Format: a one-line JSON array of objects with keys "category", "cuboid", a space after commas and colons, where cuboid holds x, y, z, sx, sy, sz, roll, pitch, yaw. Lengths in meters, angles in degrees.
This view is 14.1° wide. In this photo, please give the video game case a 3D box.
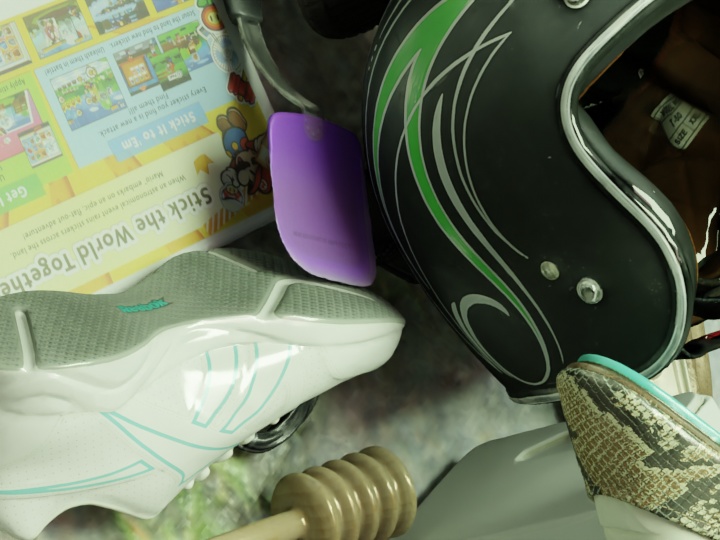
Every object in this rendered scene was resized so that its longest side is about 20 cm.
[{"category": "video game case", "cuboid": [-0.124, -0.074, 1.084, 0.200, 0.023, 0.182, -28, 96, -44]}]

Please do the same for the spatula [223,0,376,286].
[{"category": "spatula", "cuboid": [-0.036, -0.086, 1.126, 0.056, 0.021, 0.200, 12, 50, -49]}]

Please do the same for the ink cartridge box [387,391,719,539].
[{"category": "ink cartridge box", "cuboid": [0.114, 0.161, 1.139, 0.084, 0.146, 0.200, -42, 105, -40]}]

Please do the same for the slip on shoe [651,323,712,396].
[{"category": "slip on shoe", "cuboid": [0.128, 0.077, 1.229, 0.061, 0.076, 0.200, -5, 73, -36]}]

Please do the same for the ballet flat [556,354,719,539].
[{"category": "ballet flat", "cuboid": [0.138, 0.104, 1.041, 0.200, 0.068, 0.075, 31, 79, -30]}]

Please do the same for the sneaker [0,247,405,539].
[{"category": "sneaker", "cuboid": [-0.068, 0.043, 1.066, 0.200, 0.070, 0.080, -11, 119, -41]}]

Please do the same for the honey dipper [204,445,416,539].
[{"category": "honey dipper", "cuboid": [-0.063, 0.106, 1.075, 0.200, 0.038, 0.038, -15, 87, -40]}]

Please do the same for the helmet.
[{"category": "helmet", "cuboid": [0.095, -0.061, 1.105, 0.200, 0.200, 0.191, -22, 94, -44]}]

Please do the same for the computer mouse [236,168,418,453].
[{"category": "computer mouse", "cuboid": [0.000, 0.000, 1.171, 0.059, 0.034, 0.200, 54, 55, -16]}]

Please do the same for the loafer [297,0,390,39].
[{"category": "loafer", "cuboid": [-0.008, -0.162, 1.117, 0.073, 0.200, 0.071, -24, 62, -5]}]
